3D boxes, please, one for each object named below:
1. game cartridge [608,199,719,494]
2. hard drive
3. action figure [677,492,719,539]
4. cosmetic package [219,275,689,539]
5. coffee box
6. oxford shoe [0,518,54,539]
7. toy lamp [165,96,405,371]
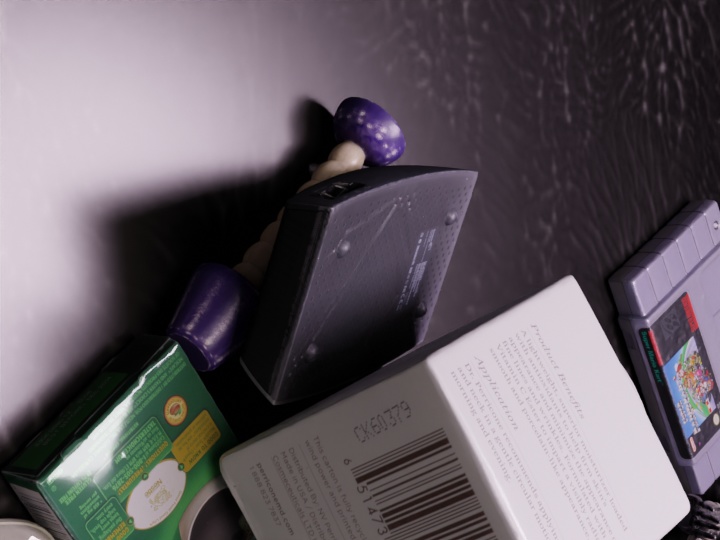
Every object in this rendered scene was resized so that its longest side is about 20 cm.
[{"bbox_3d":[0.266,0.062,1.357,0.130,0.038,0.201,-42,120,-38],"label":"game cartridge"},{"bbox_3d":[0.000,0.000,1.034,0.200,0.042,0.135,-18,129,-61],"label":"hard drive"},{"bbox_3d":[0.298,0.217,1.342,0.200,0.102,0.119,8,115,-47],"label":"action figure"},{"bbox_3d":[0.060,0.126,1.013,0.200,0.165,0.165,-22,85,-57],"label":"cosmetic package"},{"bbox_3d":[-0.109,0.153,0.997,0.123,0.044,0.200,-47,122,-31],"label":"coffee box"},{"bbox_3d":[-0.232,0.181,0.876,0.200,0.058,0.076,-15,101,-44],"label":"oxford shoe"},{"bbox_3d":[-0.045,-0.021,1.038,0.200,0.058,0.058,-51,124,-27],"label":"toy lamp"}]
